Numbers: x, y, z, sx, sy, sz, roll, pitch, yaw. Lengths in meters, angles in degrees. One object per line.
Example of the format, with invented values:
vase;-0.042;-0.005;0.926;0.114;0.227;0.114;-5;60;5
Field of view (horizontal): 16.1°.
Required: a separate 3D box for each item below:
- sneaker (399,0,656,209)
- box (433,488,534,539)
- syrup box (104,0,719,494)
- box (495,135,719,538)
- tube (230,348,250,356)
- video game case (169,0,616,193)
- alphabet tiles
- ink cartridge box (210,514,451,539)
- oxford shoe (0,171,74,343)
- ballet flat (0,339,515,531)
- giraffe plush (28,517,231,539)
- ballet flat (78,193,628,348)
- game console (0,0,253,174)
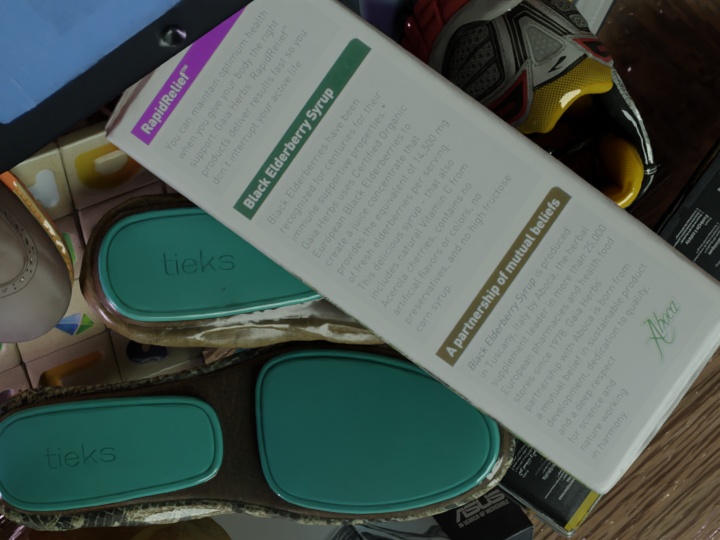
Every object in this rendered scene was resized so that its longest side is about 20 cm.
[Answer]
sneaker;0.068;-0.034;0.956;0.078;0.082;0.200;-35;149;-5
box;0.006;0.201;1.282;0.160;0.044;0.201;-26;147;-19
syrup box;0.017;-0.019;0.825;0.082;0.200;0.079;-53;-174;-1
box;0.140;0.001;1.078;0.200;0.049;0.160;-56;178;21
tube;0.010;0.031;1.033;0.199;0.050;0.078;-12;141;-49
video game case;0.011;-0.073;0.952;0.180;0.026;0.201;-8;138;-39
alphabet tiles;-0.125;0.022;0.921;0.199;0.006;0.167;-21;141;-11
ink cartridge box;-0.014;0.173;1.079;0.145;0.200;0.083;-50;150;20
oxford shoe;-0.156;-0.009;0.802;0.071;0.073;0.200;-44;142;13
ballet flat;-0.040;0.061;0.931;0.199;0.068;0.075;-5;177;9
giraffe plush;-0.159;0.172;1.008;0.161;0.174;0.200;6;163;-36
ballet flat;0.000;0.000;0.902;0.199;0.068;0.072;-5;174;-6
game console;-0.102;-0.116;0.688;0.199;0.031;0.177;-33;134;20
